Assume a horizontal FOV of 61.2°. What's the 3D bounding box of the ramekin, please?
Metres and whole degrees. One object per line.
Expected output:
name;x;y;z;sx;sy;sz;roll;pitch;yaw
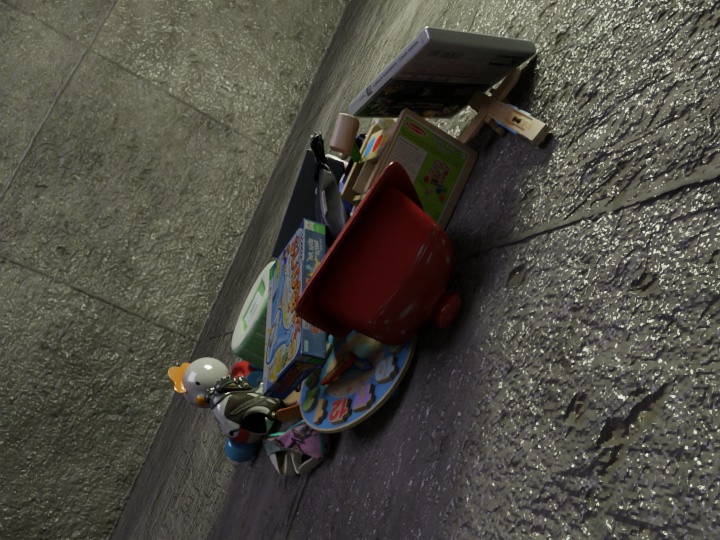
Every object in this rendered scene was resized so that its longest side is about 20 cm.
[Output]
ramekin;-0.149;0.081;1.077;0.201;0.097;0.201;-54;21;30

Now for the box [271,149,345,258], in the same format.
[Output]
box;-0.093;-0.108;1.141;0.141;0.078;0.203;-174;102;-88

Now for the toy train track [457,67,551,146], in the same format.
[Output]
toy train track;0.188;-0.190;0.765;0.115;0.032;0.200;-52;25;14

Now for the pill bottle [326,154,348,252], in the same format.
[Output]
pill bottle;-0.068;-0.127;1.273;0.202;0.113;0.114;-63;17;2

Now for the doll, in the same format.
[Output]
doll;0.013;-0.159;1.002;0.048;0.135;0.202;-1;-67;-62

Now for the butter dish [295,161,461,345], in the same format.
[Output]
butter dish;0.049;0.013;0.702;0.201;0.147;0.199;-56;-21;-4

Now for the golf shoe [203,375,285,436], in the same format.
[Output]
golf shoe;-0.153;0.220;0.975;0.078;0.198;0.095;-47;58;31

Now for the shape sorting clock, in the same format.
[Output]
shape sorting clock;-0.008;0.121;0.803;0.199;0.039;0.201;-33;34;26

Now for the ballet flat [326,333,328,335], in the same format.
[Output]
ballet flat;-0.056;0.080;0.941;0.200;0.066;0.047;-29;-50;-74

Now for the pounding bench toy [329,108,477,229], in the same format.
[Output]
pounding bench toy;0.031;-0.152;0.875;0.126;0.198;0.156;-65;18;-4

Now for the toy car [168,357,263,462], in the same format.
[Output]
toy car;-0.272;0.233;1.158;0.178;0.197;0.186;-95;22;-59

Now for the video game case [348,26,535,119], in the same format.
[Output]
video game case;0.108;-0.260;0.827;0.181;0.198;0.024;-30;74;52

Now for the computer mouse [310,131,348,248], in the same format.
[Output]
computer mouse;-0.048;-0.091;0.904;0.141;0.045;0.202;82;172;-71

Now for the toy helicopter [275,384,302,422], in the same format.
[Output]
toy helicopter;-0.054;0.158;0.907;0.199;0.079;0.133;-29;30;42

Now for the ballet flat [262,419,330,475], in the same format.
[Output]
ballet flat;-0.098;0.266;0.906;0.200;0.068;0.072;-36;58;56

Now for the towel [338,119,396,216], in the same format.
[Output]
towel;0.043;-0.165;1.031;0.133;0.034;0.201;49;117;28

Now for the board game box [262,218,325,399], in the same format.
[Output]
board game box;-0.088;0.051;0.814;0.135;0.034;0.202;-48;35;46
